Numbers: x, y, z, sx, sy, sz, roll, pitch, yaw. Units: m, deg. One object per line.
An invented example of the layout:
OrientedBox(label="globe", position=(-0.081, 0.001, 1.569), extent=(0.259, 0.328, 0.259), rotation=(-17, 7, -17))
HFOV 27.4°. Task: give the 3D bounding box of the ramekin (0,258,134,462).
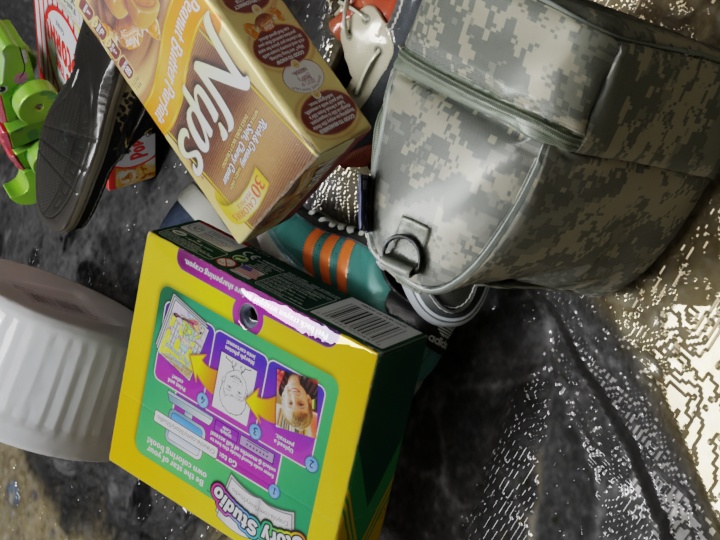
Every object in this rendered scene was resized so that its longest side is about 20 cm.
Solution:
OrientedBox(label="ramekin", position=(-0.256, 0.065, 1.164), extent=(0.200, 0.199, 0.099), rotation=(29, 99, 42))

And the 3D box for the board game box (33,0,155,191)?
OrientedBox(label="board game box", position=(-0.214, -0.189, 1.183), extent=(0.152, 0.046, 0.201), rotation=(53, 151, 34))

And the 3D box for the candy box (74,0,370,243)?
OrientedBox(label="candy box", position=(-0.092, -0.133, 0.945), extent=(0.201, 0.055, 0.115), rotation=(55, 140, 7))

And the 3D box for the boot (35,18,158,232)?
OrientedBox(label="boot", position=(-0.152, -0.117, 1.103), extent=(0.073, 0.150, 0.202), rotation=(29, 105, 41))

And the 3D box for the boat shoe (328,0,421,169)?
OrientedBox(label="boat shoe", position=(0.008, -0.143, 0.932), extent=(0.201, 0.062, 0.072), rotation=(109, 168, -46))

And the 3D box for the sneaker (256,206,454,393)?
OrientedBox(label="sneaker", position=(0.000, 0.000, 1.009), extent=(0.080, 0.071, 0.200), rotation=(-49, 51, 11))

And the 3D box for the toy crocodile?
OrientedBox(label="toy crocodile", position=(-0.291, -0.133, 1.256), extent=(0.068, 0.061, 0.201), rotation=(56, 161, 26))

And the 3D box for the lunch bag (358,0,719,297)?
OrientedBox(label="lunch bag", position=(0.101, -0.066, 0.815), extent=(0.139, 0.199, 0.170), rotation=(29, 106, 37))

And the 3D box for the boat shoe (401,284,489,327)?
OrientedBox(label="boat shoe", position=(0.059, -0.066, 0.916), extent=(0.057, 0.068, 0.203), rotation=(167, 106, -81))

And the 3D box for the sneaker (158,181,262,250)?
OrientedBox(label="sneaker", position=(-0.100, 0.013, 1.074), extent=(0.085, 0.075, 0.200), rotation=(-51, 34, 4))

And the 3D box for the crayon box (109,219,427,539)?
OrientedBox(label="crayon box", position=(-0.066, 0.086, 0.963), extent=(0.199, 0.058, 0.175), rotation=(26, 115, 31))
